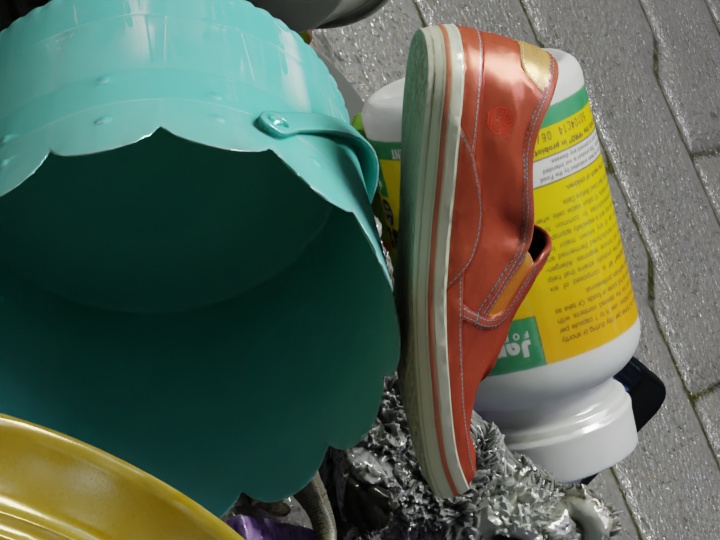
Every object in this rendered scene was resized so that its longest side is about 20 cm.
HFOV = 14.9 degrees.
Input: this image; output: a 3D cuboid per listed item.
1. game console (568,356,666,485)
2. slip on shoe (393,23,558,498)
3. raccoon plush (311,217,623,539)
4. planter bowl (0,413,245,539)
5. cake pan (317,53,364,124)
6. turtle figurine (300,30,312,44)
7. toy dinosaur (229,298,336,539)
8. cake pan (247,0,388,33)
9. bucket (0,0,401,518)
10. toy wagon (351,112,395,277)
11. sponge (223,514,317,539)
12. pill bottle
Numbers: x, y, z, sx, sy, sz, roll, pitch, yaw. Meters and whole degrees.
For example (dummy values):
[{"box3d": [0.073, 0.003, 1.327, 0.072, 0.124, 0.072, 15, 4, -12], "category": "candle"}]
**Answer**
[{"box3d": [0.100, 0.122, 1.531, 0.118, 0.171, 0.200, 48, 7, 38], "category": "game console"}, {"box3d": [0.046, 0.000, 1.095, 0.074, 0.061, 0.200, -111, -157, -67], "category": "slip on shoe"}, {"box3d": [0.051, 0.065, 1.290, 0.097, 0.134, 0.200, 145, -53, -77], "category": "raccoon plush"}, {"box3d": [-0.123, 0.130, 0.986, 0.200, 0.084, 0.200, 24, 15, -7], "category": "planter bowl"}, {"box3d": [-0.022, -0.039, 1.490, 0.200, 0.037, 0.200, 49, 27, -36], "category": "cake pan"}, {"box3d": [-0.029, -0.197, 1.584, 0.200, 0.064, 0.161, 89, 16, -47], "category": "turtle figurine"}, {"box3d": [-0.047, 0.047, 1.248, 0.102, 0.077, 0.200, 104, -12, -49], "category": "toy dinosaur"}, {"box3d": [-0.064, -0.201, 1.404, 0.037, 0.200, 0.200, -46, 113, -37], "category": "cake pan"}, {"box3d": [-0.085, -0.008, 1.123, 0.207, 0.207, 0.135, 50, 21, -34], "category": "bucket"}, {"box3d": [0.000, 0.000, 1.389, 0.200, 0.040, 0.155, 31, 65, -45], "category": "toy wagon"}, {"box3d": [-0.006, 0.181, 1.327, 0.200, 0.030, 0.112, 19, 50, -61], "category": "sponge"}, {"box3d": [0.075, 0.000, 1.360, 0.113, 0.113, 0.200, -48, 127, -67], "category": "pill bottle"}]
